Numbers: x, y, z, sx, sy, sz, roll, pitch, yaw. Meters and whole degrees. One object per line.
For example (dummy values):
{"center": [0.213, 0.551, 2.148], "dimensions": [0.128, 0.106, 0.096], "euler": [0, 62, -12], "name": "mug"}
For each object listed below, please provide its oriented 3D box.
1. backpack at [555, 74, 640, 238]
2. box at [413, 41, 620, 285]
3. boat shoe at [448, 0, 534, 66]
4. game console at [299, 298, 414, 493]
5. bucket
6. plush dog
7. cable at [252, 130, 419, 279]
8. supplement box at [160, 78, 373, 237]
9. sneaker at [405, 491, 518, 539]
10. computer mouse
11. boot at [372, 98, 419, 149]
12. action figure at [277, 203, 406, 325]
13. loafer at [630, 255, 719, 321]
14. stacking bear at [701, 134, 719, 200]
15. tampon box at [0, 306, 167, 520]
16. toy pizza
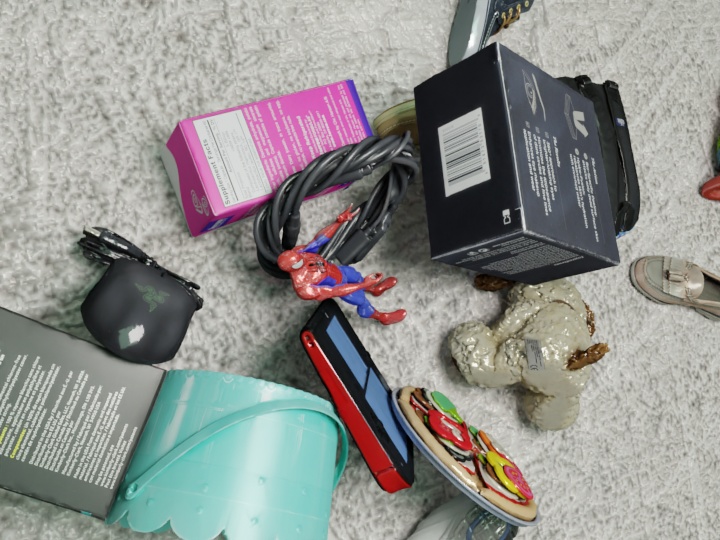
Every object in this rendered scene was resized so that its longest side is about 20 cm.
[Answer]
{"center": [0.284, -0.127, 0.952], "dimensions": [0.163, 0.154, 0.201], "euler": [-8, 71, -43], "name": "backpack"}
{"center": [0.168, -0.101, 0.792], "dimensions": [0.199, 0.117, 0.198], "euler": [12, 67, -44], "name": "box"}
{"center": [0.178, -0.338, 0.970], "dimensions": [0.090, 0.071, 0.201], "euler": [19, 71, -17], "name": "boat shoe"}
{"center": [0.002, 0.116, 0.744], "dimensions": [0.031, 0.200, 0.178], "euler": [-27, 94, 5], "name": "game console"}
{"center": [-0.113, 0.178, 0.669], "dimensions": [0.206, 0.207, 0.136], "euler": [18, 69, -22], "name": "bucket"}
{"center": [0.221, 0.068, 0.891], "dimensions": [0.199, 0.160, 0.172], "euler": [31, 42, -19], "name": "plush dog"}
{"center": [-0.022, -0.072, 0.756], "dimensions": [0.163, 0.200, 0.051], "euler": [9, 40, -49], "name": "cable"}
{"center": [-0.094, -0.119, 0.783], "dimensions": [0.199, 0.101, 0.104], "euler": [-20, 89, -27], "name": "supplement box"}
{"center": [0.081, 0.309, 0.806], "dimensions": [0.200, 0.087, 0.075], "euler": [-34, 98, -8], "name": "sneaker"}
{"center": [-0.192, 0.015, 0.659], "dimensions": [0.138, 0.200, 0.053], "euler": [32, 100, -20], "name": "computer mouse"}
{"center": [0.115, -0.125, 0.900], "dimensions": [0.199, 0.073, 0.156], "euler": [-5, 80, -34], "name": "boot"}
{"center": [0.000, 0.000, 0.758], "dimensions": [0.200, 0.099, 0.066], "euler": [19, 46, -52], "name": "action figure"}
{"center": [0.478, 0.020, 1.054], "dimensions": [0.199, 0.063, 0.072], "euler": [18, 72, -22], "name": "loafer"}
{"center": [0.599, -0.207, 1.134], "dimensions": [0.121, 0.114, 0.201], "euler": [16, 69, -22], "name": "stacking bear"}
{"center": [-0.289, 0.108, 0.619], "dimensions": [0.199, 0.150, 0.127], "euler": [26, 72, -19], "name": "tampon box"}
{"center": [0.116, 0.186, 0.782], "dimensions": [0.200, 0.200, 0.032], "euler": [37, 99, -15], "name": "toy pizza"}
